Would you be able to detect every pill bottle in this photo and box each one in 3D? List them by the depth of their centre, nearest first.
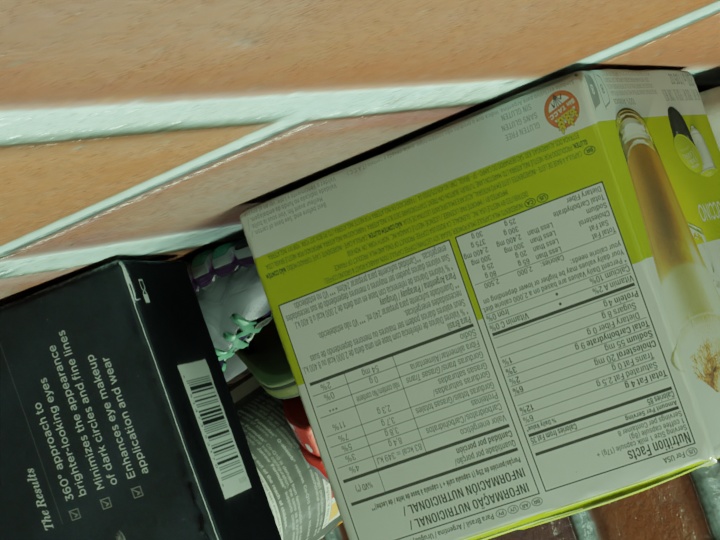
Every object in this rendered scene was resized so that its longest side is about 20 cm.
[{"bbox_3d":[-0.060,0.122,1.425,0.116,0.117,0.200,-23,-174,42],"label":"pill bottle"}]

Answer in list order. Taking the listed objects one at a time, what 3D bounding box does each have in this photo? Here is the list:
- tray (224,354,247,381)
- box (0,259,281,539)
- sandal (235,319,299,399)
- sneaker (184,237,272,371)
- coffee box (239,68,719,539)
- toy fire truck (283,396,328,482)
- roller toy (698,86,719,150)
[{"bbox_3d":[-0.072,0.095,1.530,0.107,0.022,0.200,-41,147,-18],"label":"tray"},{"bbox_3d":[-0.166,0.117,1.247,0.200,0.197,0.117,-20,177,12],"label":"box"},{"bbox_3d":[-0.048,0.025,1.374,0.080,0.057,0.201,-34,-155,-18],"label":"sandal"},{"bbox_3d":[-0.083,0.037,1.328,0.200,0.088,0.074,-22,175,36],"label":"sneaker"},{"bbox_3d":[0.091,0.023,1.194,0.200,0.198,0.200,-21,176,25],"label":"coffee box"},{"bbox_3d":[0.067,0.089,1.380,0.200,0.141,0.049,-29,-151,-6],"label":"toy fire truck"},{"bbox_3d":[0.197,-0.028,1.363,0.200,0.140,0.182,-20,179,39],"label":"roller toy"}]
